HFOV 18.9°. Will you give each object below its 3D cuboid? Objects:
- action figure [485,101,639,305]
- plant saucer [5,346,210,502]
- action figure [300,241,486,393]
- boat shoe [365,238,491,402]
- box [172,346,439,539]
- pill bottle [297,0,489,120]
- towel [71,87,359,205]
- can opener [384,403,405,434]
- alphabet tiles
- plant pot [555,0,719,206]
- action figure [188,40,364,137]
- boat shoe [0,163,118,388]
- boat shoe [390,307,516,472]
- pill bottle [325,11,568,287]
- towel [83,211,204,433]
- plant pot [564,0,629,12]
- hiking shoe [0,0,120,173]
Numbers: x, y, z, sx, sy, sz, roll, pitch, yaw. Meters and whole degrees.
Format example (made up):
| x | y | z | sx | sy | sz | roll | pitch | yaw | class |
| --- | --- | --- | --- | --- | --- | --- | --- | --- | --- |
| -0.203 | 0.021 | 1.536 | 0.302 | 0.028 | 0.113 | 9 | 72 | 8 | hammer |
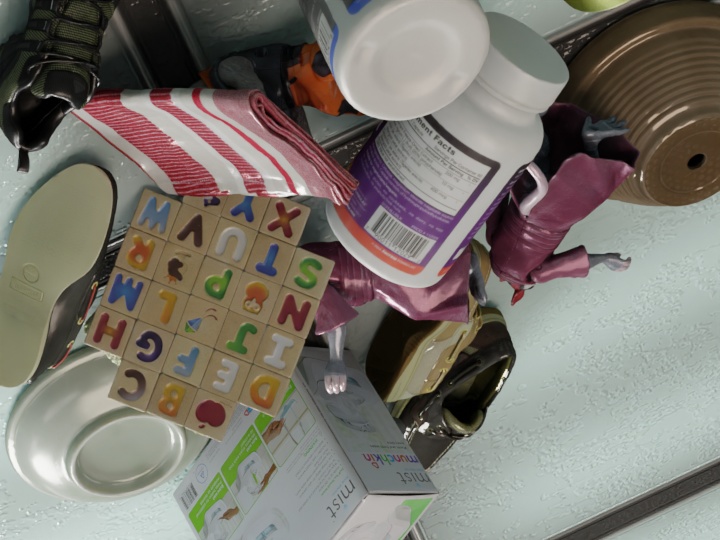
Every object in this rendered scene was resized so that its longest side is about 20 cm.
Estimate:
| x | y | z | sx | sy | sz | roll | pitch | yaw | class |
| --- | --- | --- | --- | --- | --- | --- | --- | --- | --- |
| 0.151 | -0.040 | 1.785 | 0.149 | 0.134 | 0.201 | -38 | 155 | -47 | action figure |
| -0.209 | 0.145 | 1.894 | 0.199 | 0.050 | 0.201 | -14 | 137 | -13 | plant saucer |
| 0.000 | 0.000 | 1.773 | 0.198 | 0.134 | 0.150 | -10 | 123 | -9 | action figure |
| 0.070 | 0.041 | 1.916 | 0.066 | 0.074 | 0.200 | 1 | 142 | -31 | boat shoe |
| -0.053 | 0.199 | 1.920 | 0.096 | 0.177 | 0.200 | 5 | 130 | -45 | box |
| 0.008 | -0.210 | 1.530 | 0.113 | 0.201 | 0.114 | -13 | 137 | -12 | pill bottle |
| -0.116 | -0.094 | 1.621 | 0.199 | 0.023 | 0.144 | 4 | 155 | 38 | towel |
| -0.024 | 0.199 | 2.048 | 0.200 | 0.053 | 0.066 | -54 | 165 | 30 | can opener |
| -0.121 | 0.026 | 1.730 | 0.165 | 0.006 | 0.201 | 21 | 88 | 1 | alphabet tiles |
| 0.264 | -0.120 | 1.828 | 0.199 | 0.093 | 0.202 | -13 | 137 | -12 | plant pot |
| -0.049 | -0.137 | 1.683 | 0.192 | 0.105 | 0.200 | -15 | 163 | -2 | action figure |
| -0.243 | -0.001 | 1.725 | 0.202 | 0.073 | 0.063 | -64 | 166 | 22 | boat shoe |
| 0.084 | 0.124 | 2.004 | 0.071 | 0.066 | 0.202 | 6 | 130 | -31 | boat shoe |
| 0.069 | -0.093 | 1.641 | 0.111 | 0.112 | 0.200 | 14 | 125 | -36 | pill bottle |
| -0.136 | 0.046 | 1.815 | 0.149 | 0.036 | 0.200 | -50 | 139 | -3 | towel |
| 0.133 | -0.314 | 1.526 | 0.199 | 0.188 | 0.187 | 32 | 115 | -27 | plant pot |
| -0.204 | -0.165 | 1.545 | 0.075 | 0.101 | 0.201 | 7 | 129 | -32 | hiking shoe |
